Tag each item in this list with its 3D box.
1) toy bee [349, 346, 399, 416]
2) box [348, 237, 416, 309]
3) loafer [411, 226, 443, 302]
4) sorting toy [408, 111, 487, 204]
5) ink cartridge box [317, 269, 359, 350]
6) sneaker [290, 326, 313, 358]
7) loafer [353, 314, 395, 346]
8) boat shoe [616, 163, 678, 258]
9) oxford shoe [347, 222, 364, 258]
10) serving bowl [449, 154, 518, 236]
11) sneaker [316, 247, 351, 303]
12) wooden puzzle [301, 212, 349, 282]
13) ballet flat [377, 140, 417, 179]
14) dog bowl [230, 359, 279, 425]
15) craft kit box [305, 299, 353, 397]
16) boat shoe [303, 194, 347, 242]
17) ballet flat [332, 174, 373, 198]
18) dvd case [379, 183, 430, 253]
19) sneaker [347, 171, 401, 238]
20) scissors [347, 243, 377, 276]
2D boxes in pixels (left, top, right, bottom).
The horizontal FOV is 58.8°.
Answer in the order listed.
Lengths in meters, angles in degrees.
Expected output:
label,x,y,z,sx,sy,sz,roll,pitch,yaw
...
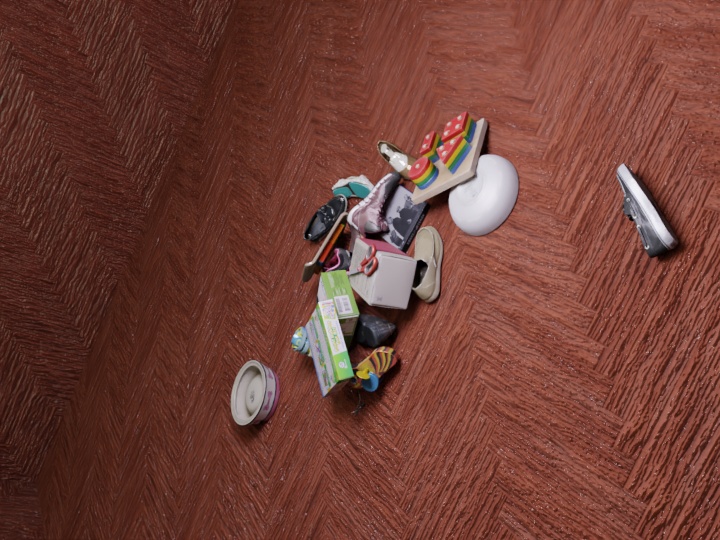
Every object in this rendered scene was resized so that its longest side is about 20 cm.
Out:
label,x,y,z,sx,sy,sz,roll,pitch,yaw
toy bee,0.005,0.264,1.637,0.202,0.108,0.131,-53,-5,-1
box,0.052,0.005,1.656,0.200,0.105,0.132,-139,60,-66
loafer,0.164,-0.024,1.620,0.075,0.067,0.206,-24,56,41
sorting toy,0.212,-0.294,1.627,0.197,0.069,0.203,-23,35,44
ink cartridge box,-0.070,0.123,1.757,0.203,0.073,0.151,106,152,-49
sneaker,-0.128,0.230,1.812,0.199,0.129,0.081,34,97,51
loafer,0.028,0.155,1.716,0.199,0.070,0.075,21,128,64
boat shoe,0.531,-0.116,1.218,0.056,0.067,0.205,-39,49,32
oxford shoe,-0.011,-0.082,1.844,0.071,0.072,0.203,-29,48,7
serving bowl,0.285,-0.192,1.552,0.197,0.065,0.207,-24,57,42
sneaker,-0.088,0.017,1.890,0.203,0.094,0.079,-58,41,16
wooden puzzle,-0.099,-0.061,1.878,0.202,0.037,0.185,-55,-2,-18
ballet flat,0.102,-0.322,1.830,0.069,0.071,0.201,-54,41,16
dog bowl,-0.331,0.393,2.031,0.197,0.073,0.207,-24,56,41
craft kit box,-0.085,0.205,1.656,0.198,0.047,0.206,121,135,-65
boat shoe,-0.117,-0.161,2.008,0.198,0.065,0.076,-41,73,35
ballet flat,-0.015,-0.263,1.954,0.197,0.071,0.074,6,78,51
dvd case,0.102,-0.156,1.793,0.153,0.024,0.200,-61,38,11
sneaker,0.064,-0.171,1.788,0.200,0.075,0.116,-44,70,11
scissors,0.000,0.000,1.624,0.200,0.013,0.076,133,138,-56
